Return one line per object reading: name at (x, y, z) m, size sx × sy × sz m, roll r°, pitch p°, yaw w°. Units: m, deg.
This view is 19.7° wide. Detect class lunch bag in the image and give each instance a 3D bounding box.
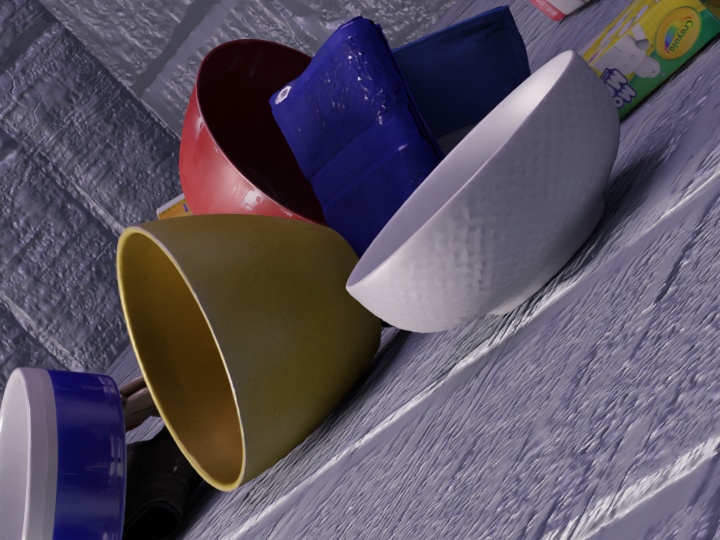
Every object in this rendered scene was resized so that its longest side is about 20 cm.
lunch bag at (0.072, -0.115, 1.597) m, size 0.135 × 0.133 × 0.200 m, roll -21°, pitch 3°, yaw 2°

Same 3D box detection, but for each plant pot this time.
plant pot at (-0.070, 0.039, 1.494) m, size 0.141 × 0.201 × 0.200 m, roll -22°, pitch -3°, yaw -23°

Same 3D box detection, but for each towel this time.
towel at (0.016, -0.069, 1.492) m, size 0.049 × 0.201 × 0.148 m, roll -20°, pitch -9°, yaw -31°

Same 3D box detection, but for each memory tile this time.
memory tile at (-0.121, 0.089, 1.739) m, size 0.199 × 0.017 × 0.153 m, roll -18°, pitch -13°, yaw -26°

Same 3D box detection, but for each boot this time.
boot at (-0.193, 0.203, 1.744) m, size 0.200 × 0.068 × 0.131 m, roll -43°, pitch 13°, yaw 44°

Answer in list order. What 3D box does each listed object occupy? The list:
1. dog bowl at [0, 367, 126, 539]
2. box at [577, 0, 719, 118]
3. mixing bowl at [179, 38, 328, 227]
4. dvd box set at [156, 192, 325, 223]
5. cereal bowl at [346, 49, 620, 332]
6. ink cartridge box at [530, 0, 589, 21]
dog bowl at (-0.247, 0.181, 1.675) m, size 0.200 × 0.078 × 0.202 m, roll -175°, pitch 90°, yaw -72°
box at (0.207, -0.167, 1.461) m, size 0.200 × 0.048 × 0.117 m, roll -45°, pitch 6°, yaw 40°
mixing bowl at (-0.073, -0.080, 1.696) m, size 0.108 × 0.200 × 0.200 m, roll -48°, pitch 4°, yaw 37°
dvd box set at (-0.097, -0.035, 1.825) m, size 0.146 × 0.029 × 0.200 m, roll -29°, pitch 32°, yaw 2°
cereal bowl at (0.087, -0.035, 1.261) m, size 0.200 × 0.083 × 0.200 m, roll -45°, pitch 7°, yaw 7°
ink cartridge box at (0.247, -0.350, 2.155) m, size 0.147 × 0.083 × 0.200 m, roll -47°, pitch 6°, yaw -8°
